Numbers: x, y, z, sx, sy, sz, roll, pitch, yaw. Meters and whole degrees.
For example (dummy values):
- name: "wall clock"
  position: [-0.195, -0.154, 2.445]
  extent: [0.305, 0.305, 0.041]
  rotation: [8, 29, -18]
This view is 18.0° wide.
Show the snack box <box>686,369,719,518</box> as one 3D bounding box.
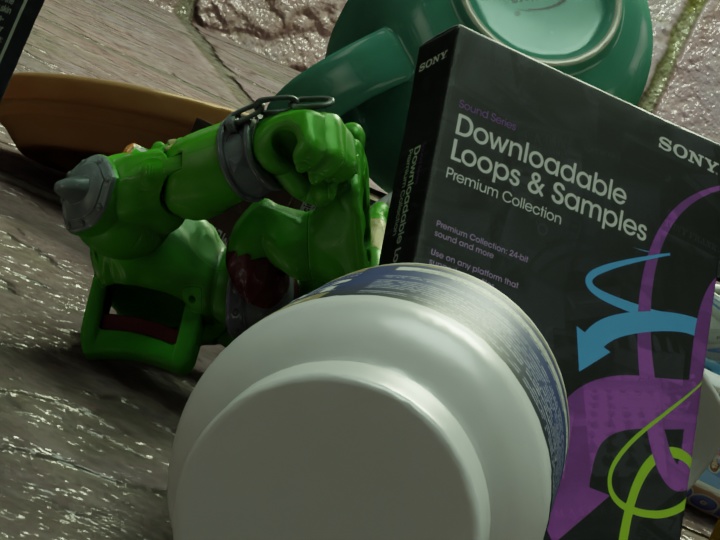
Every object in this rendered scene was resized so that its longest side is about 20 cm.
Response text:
- name: "snack box"
  position: [0.214, 0.104, 1.224]
  extent: [0.199, 0.072, 0.024]
  rotation: [25, -33, -3]

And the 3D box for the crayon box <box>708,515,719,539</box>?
- name: "crayon box"
  position: [0.214, 0.101, 1.025]
  extent: [0.051, 0.126, 0.200]
  rotation: [24, 7, -4]

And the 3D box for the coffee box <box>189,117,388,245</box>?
- name: "coffee box"
  position: [0.000, 0.000, 1.189]
  extent: [0.200, 0.080, 0.113]
  rotation: [21, 7, -36]

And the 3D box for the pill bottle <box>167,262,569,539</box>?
- name: "pill bottle"
  position: [0.004, 0.059, 0.681]
  extent: [0.111, 0.111, 0.200]
  rotation: [26, 7, 5]

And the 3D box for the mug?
- name: "mug"
  position: [0.061, -0.103, 1.124]
  extent: [0.152, 0.185, 0.114]
  rotation: [35, -30, -2]

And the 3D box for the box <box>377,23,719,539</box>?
- name: "box"
  position: [0.072, 0.020, 0.889]
  extent: [0.143, 0.201, 0.036]
  rotation: [21, -24, -25]

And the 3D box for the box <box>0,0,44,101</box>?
- name: "box"
  position: [-0.240, -0.148, 0.966]
  extent: [0.123, 0.199, 0.200]
  rotation: [32, 9, 41]

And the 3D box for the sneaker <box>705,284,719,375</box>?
- name: "sneaker"
  position: [0.245, 0.048, 1.287]
  extent: [0.200, 0.087, 0.075]
  rotation: [27, 5, -4]

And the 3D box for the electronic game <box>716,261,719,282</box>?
- name: "electronic game"
  position: [0.202, -0.005, 1.118]
  extent: [0.199, 0.042, 0.200]
  rotation: [22, 3, -1]

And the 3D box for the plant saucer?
- name: "plant saucer"
  position: [-0.112, -0.067, 1.275]
  extent: [0.199, 0.038, 0.200]
  rotation: [12, -7, 1]

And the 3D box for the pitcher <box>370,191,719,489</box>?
- name: "pitcher"
  position: [0.056, 0.012, 1.029]
  extent: [0.172, 0.121, 0.200]
  rotation: [57, -12, -32]

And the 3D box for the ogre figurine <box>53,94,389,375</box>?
- name: "ogre figurine"
  position: [-0.051, -0.007, 0.906]
  extent: [0.119, 0.099, 0.200]
  rotation: [-1, -5, 5]
